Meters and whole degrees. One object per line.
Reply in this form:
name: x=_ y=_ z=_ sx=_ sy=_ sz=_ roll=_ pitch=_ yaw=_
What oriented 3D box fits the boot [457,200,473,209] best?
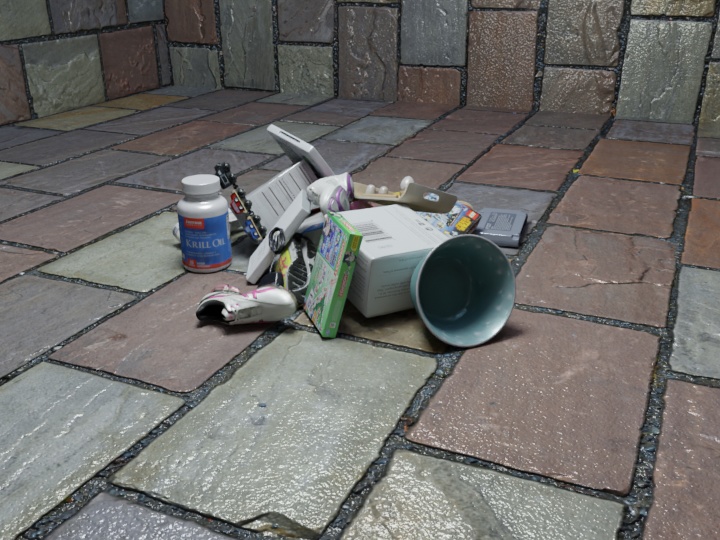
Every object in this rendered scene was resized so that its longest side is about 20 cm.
boot: x=0.197 y=-0.110 z=1.830 sx=0.200 sy=0.075 sz=0.107 roll=-17 pitch=29 yaw=-11

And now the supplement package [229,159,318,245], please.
supplement package: x=-0.194 y=-0.162 z=1.777 sx=0.200 sy=0.110 sz=0.114 roll=-36 pitch=13 yaw=-11

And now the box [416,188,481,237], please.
box: x=0.177 y=-0.102 z=1.738 sx=0.137 sy=0.040 sz=0.200 roll=32 pitch=46 yaw=16

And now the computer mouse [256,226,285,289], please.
computer mouse: x=-0.172 y=-0.001 z=1.506 sx=0.059 sy=0.034 sz=0.200 roll=-20 pitch=52 yaw=36

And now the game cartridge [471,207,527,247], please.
game cartridge: x=0.339 y=-0.109 z=1.864 sx=0.133 sy=0.041 sz=0.200 roll=10 pitch=25 yaw=16

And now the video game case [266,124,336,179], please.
video game case: x=-0.121 y=-0.253 z=1.796 sx=0.024 sy=0.200 sz=0.182 roll=-48 pitch=46 yaw=-8

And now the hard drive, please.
hard drive: x=-0.176 y=-0.075 z=1.620 sx=0.027 sy=0.200 sz=0.132 roll=34 pitch=17 yaw=-16

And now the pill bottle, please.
pill bottle: x=-0.347 y=-0.106 z=1.661 sx=0.112 sy=0.200 sz=0.112 roll=-1 pitch=23 yaw=0

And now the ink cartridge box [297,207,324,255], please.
ink cartridge box: x=-0.104 y=-0.091 z=1.753 sx=0.116 sy=0.067 sz=0.200 roll=-15 pitch=19 yaw=17

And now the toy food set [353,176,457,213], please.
toy food set: x=0.093 y=-0.170 z=1.644 sx=0.143 sy=0.061 sz=0.200 roll=10 pitch=1 yaw=-37

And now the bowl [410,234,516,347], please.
bowl: x=0.171 y=0.035 z=1.366 sx=0.200 sy=0.201 sz=0.105 roll=-10 pitch=4 yaw=-20

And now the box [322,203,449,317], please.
box: x=0.052 y=-0.025 z=1.481 sx=0.200 sy=0.131 sz=0.199 roll=-10 pitch=34 yaw=-29

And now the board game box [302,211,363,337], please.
board game box: x=-0.054 y=0.006 z=1.392 sx=0.029 sy=0.200 sz=0.135 roll=8 pitch=18 yaw=-25

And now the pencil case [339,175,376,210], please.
pencil case: x=0.001 y=-0.129 z=1.728 sx=0.200 sy=0.083 sz=0.087 roll=40 pitch=26 yaw=-20

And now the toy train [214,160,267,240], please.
toy train: x=-0.269 y=-0.150 z=1.677 sx=0.046 sy=0.200 sz=0.034 roll=-31 pitch=12 yaw=-11

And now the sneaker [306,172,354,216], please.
sneaker: x=-0.070 y=-0.149 z=1.575 sx=0.099 sy=0.075 sz=0.200 roll=-7 pitch=19 yaw=10

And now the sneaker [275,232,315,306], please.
sneaker: x=-0.138 y=0.014 z=1.554 sx=0.078 sy=0.090 sz=0.200 roll=32 pitch=32 yaw=-24

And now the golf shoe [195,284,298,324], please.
golf shoe: x=-0.213 y=0.075 z=1.405 sx=0.200 sy=0.073 sz=0.092 roll=-1 pitch=27 yaw=24

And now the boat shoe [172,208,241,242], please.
boat shoe: x=-0.356 y=-0.098 z=1.834 sx=0.200 sy=0.071 sz=0.070 roll=-15 pitch=54 yaw=-39
